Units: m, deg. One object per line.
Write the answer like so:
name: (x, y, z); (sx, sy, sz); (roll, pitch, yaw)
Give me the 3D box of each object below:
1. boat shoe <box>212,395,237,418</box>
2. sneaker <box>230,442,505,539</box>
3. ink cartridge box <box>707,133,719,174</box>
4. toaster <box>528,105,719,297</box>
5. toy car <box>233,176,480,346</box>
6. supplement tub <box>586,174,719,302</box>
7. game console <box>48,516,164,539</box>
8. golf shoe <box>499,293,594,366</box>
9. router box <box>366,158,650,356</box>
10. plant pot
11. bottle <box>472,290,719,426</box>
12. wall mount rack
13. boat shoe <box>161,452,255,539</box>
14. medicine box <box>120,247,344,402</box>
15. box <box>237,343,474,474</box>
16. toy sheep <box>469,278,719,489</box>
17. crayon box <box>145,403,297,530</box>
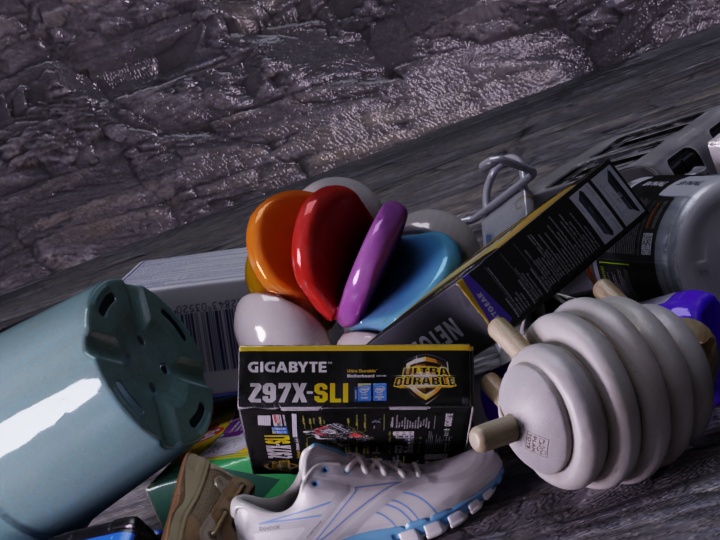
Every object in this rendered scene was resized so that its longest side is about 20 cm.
boat shoe: (-0.106, 0.124, 1.935); (0.199, 0.073, 0.072); (-11, 7, -14)
sneaker: (0.002, 0.153, 1.477); (0.199, 0.087, 0.075); (-22, 7, -3)
ink cartridge box: (0.389, -0.084, 1.755); (0.125, 0.129, 0.200); (-15, 13, 41)
toaster: (0.262, -0.057, 1.941); (0.199, 0.119, 0.181); (-15, 11, 42)
toy car: (0.000, 0.000, 1.686); (0.150, 0.199, 0.176); (90, -157, -58)
supplement tub: (0.259, -0.015, 1.695); (0.122, 0.123, 0.200); (-25, 10, -15)
game console: (-0.212, 0.258, 1.616); (0.199, 0.118, 0.171); (-17, 42, 37)
golf shoe: (0.157, 0.053, 1.652); (0.072, 0.093, 0.200); (-26, 8, -18)
router box: (0.099, 0.010, 1.533); (0.157, 0.052, 0.200); (-39, 0, -26)
plant pot: (-0.238, 0.115, 1.718); (0.196, 0.201, 0.200); (-31, 4, 27)
bottle: (0.170, 0.075, 1.519); (0.199, 0.084, 0.065); (-18, 10, 32)
wall mount rack: (0.093, -0.009, 1.901); (0.074, 0.201, 0.174); (16, -34, -30)
boat shoe: (-0.111, 0.201, 1.502); (0.064, 0.072, 0.200); (18, 32, -5)
medicine box: (-0.114, 0.042, 1.882); (0.181, 0.104, 0.200); (-7, 8, 5)
box: (-0.002, 0.100, 1.498); (0.159, 0.050, 0.200); (1, -18, 1)
toy sheep: (0.152, 0.079, 1.386); (0.199, 0.139, 0.138); (-22, 8, -24)
crayon box: (-0.062, 0.145, 1.764); (0.172, 0.059, 0.200); (-20, 10, 19)
